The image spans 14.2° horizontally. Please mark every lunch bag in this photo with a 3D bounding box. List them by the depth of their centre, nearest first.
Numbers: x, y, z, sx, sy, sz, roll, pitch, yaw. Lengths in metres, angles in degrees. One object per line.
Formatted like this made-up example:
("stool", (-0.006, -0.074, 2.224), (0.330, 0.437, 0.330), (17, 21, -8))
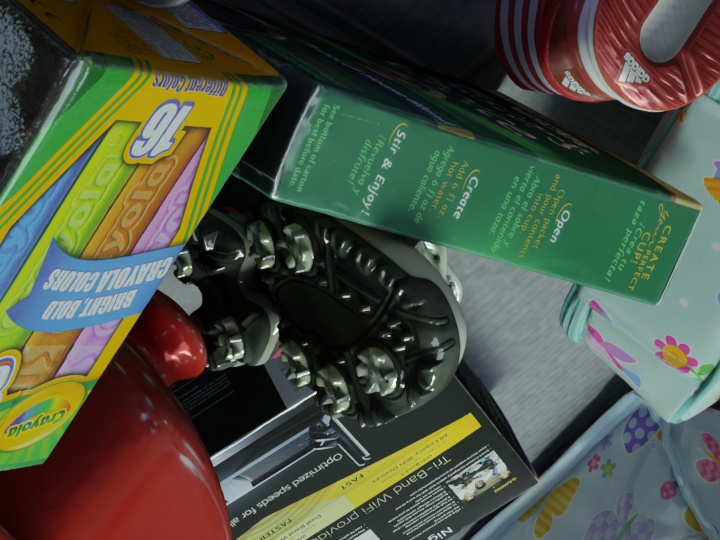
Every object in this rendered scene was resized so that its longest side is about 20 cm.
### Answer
("lunch bag", (0.163, -0.043, 1.116), (0.160, 0.077, 0.200), (-42, 164, -46))
("lunch bag", (0.142, 0.165, 1.360), (0.169, 0.127, 0.200), (14, 133, -42))

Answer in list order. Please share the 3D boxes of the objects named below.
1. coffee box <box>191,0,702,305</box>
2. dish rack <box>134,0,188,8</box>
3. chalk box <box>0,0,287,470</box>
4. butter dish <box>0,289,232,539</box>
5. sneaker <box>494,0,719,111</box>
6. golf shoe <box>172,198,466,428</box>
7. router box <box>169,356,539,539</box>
("coffee box", (0.013, -0.046, 1.009), (0.200, 0.123, 0.044), (15, 103, -43))
("dish rack", (-0.094, -0.168, 0.797), (0.200, 0.055, 0.153), (29, 129, -13))
("chalk box", (-0.142, -0.015, 0.881), (0.200, 0.125, 0.124), (-55, 158, 17))
("butter dish", (-0.116, 0.064, 1.038), (0.148, 0.199, 0.200), (-44, 149, -19))
("sneaker", (0.115, -0.139, 1.022), (0.200, 0.115, 0.078), (-46, 115, -21))
("golf shoe", (0.000, 0.000, 1.024), (0.088, 0.200, 0.077), (-18, 104, -20))
("router box", (-0.042, 0.091, 1.199), (0.200, 0.052, 0.157), (-32, 145, 4))
